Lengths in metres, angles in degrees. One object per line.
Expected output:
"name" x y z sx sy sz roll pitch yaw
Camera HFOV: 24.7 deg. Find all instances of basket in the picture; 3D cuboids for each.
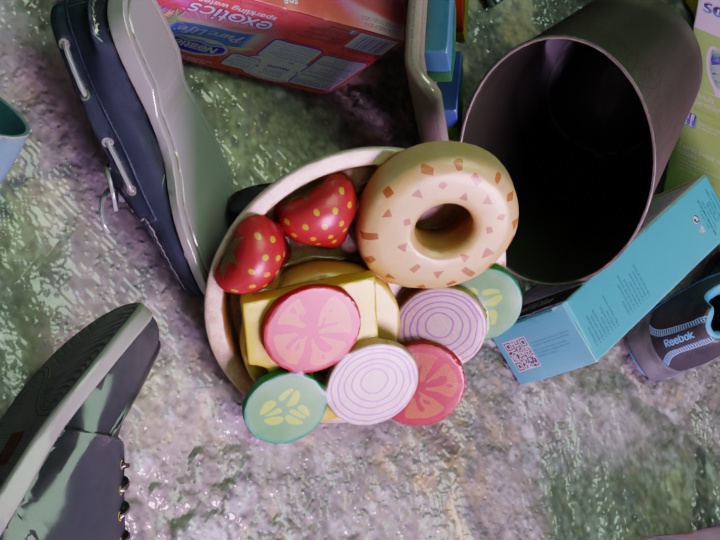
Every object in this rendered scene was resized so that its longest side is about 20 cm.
"basket" 0.166 -0.114 1.162 0.135 0.182 0.200 18 33 16

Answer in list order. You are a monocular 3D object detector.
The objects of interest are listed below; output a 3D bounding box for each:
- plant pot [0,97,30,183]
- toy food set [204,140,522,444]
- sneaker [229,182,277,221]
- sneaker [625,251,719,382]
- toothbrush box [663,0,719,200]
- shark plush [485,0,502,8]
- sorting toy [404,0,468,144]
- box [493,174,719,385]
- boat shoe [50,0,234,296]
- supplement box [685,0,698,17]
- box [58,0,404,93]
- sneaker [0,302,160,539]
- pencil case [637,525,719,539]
"plant pot" -0.280 -0.051 0.804 0.199 0.200 0.136 21 100 -31
"toy food set" 0.004 0.017 0.998 0.198 0.049 0.200 -12 124 -12
"sneaker" 0.000 0.000 1.046 0.199 0.075 0.089 15 75 -43
"sneaker" 0.291 0.027 1.266 0.199 0.082 0.074 -31 93 -41
"toothbrush box" 0.319 -0.140 1.273 0.145 0.086 0.202 -28 135 -39
"shark plush" 0.050 -0.289 1.221 0.083 0.091 0.201 -36 120 -20
"sorting toy" 0.053 -0.171 1.102 0.036 0.185 0.202 -3 69 6
"box" 0.185 0.005 1.191 0.200 0.082 0.049 -38 99 -39
"boat shoe" -0.128 -0.071 0.979 0.075 0.061 0.202 -67 143 -53
"supplement box" 0.355 -0.232 1.383 0.109 0.108 0.201 -38 99 -39
"box" -0.079 -0.189 1.033 0.198 0.102 0.096 10 69 -29
"sneaker" -0.151 0.121 0.908 0.106 0.074 0.201 43 63 -24
"pencil case" 0.236 0.226 1.157 0.198 0.087 0.088 -2 76 -37
